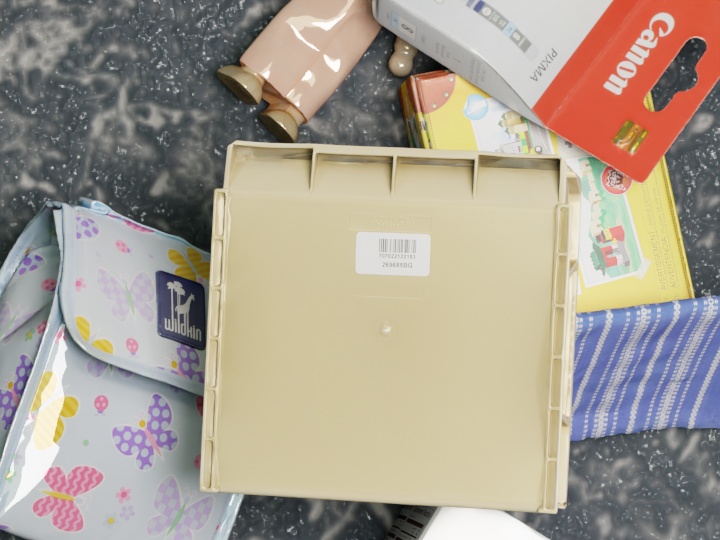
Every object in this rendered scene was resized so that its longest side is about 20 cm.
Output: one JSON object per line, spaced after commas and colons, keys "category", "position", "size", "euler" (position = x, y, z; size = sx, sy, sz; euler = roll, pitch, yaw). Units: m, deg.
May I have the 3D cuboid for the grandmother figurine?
{"category": "grandmother figurine", "position": [-0.004, -0.180, 1.394], "size": [0.200, 0.061, 0.121], "euler": [-47, 119, -9]}

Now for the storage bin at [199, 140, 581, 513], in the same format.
{"category": "storage bin", "position": [0.018, 0.032, 1.217], "size": [0.200, 0.094, 0.199], "euler": [3, 90, 8]}

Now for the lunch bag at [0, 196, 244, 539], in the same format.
{"category": "lunch bag", "position": [-0.145, 0.072, 1.303], "size": [0.169, 0.127, 0.200], "euler": [25, 81, -33]}

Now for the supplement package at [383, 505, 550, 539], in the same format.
{"category": "supplement package", "position": [0.075, 0.258, 1.326], "size": [0.191, 0.147, 0.200], "euler": [32, 84, -3]}

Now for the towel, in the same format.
{"category": "towel", "position": [0.154, 0.067, 1.343], "size": [0.200, 0.145, 0.024], "euler": [-7, 57, -13]}

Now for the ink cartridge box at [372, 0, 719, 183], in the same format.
{"category": "ink cartridge box", "position": [0.133, -0.170, 1.338], "size": [0.200, 0.047, 0.160], "euler": [33, 71, 12]}

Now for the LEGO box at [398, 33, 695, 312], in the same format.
{"category": "LEGO box", "position": [0.119, -0.036, 1.383], "size": [0.149, 0.077, 0.200], "euler": [-11, 88, -6]}
